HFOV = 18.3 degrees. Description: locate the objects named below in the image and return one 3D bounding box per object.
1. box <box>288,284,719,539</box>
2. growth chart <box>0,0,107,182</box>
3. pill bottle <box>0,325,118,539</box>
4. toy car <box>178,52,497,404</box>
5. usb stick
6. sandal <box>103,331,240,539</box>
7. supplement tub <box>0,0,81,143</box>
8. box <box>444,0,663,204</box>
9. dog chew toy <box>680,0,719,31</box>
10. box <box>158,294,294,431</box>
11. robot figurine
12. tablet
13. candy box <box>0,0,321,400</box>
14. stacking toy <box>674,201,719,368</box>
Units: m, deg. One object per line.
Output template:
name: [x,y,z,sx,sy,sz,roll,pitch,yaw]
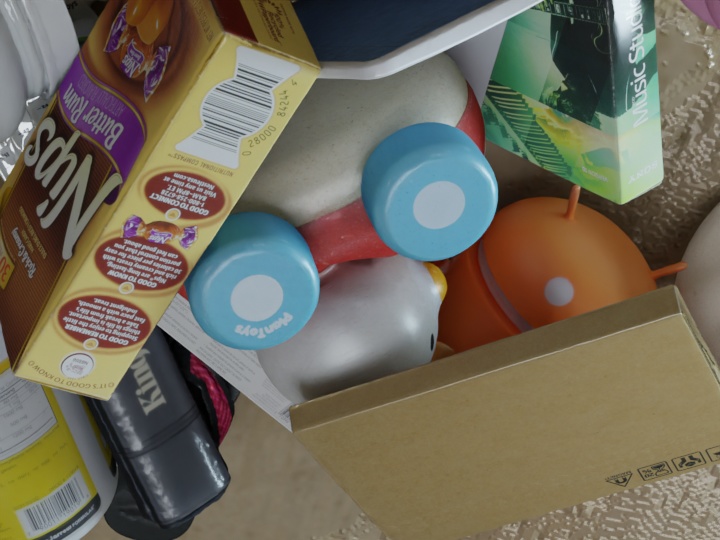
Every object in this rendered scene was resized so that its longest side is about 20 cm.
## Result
box: [0.085,0.080,1.126,0.200,0.021,0.163,-18,146,14]
growth chart: [-0.128,-0.060,1.183,0.145,0.018,0.200,-29,115,11]
pill bottle: [-0.213,0.058,1.217,0.112,0.112,0.200,-13,124,8]
toy car: [0.000,0.000,1.122,0.177,0.184,0.200,-27,123,1]
usb stick: [-0.128,0.050,1.206,0.055,0.033,0.200,-29,116,-14]
sandal: [-0.105,0.082,1.272,0.075,0.045,0.200,10,119,-6]
supplement tub: [-0.248,-0.102,1.053,0.200,0.145,0.145,-28,125,-14]
box: [0.080,-0.143,1.072,0.036,0.144,0.200,-31,130,-27]
dog chew toy: [0.186,-0.163,1.018,0.124,0.200,0.125,0,125,0]
box: [-0.078,0.024,1.194,0.041,0.039,0.200,-41,134,8]
robot figurine: [0.079,0.040,1.208,0.200,0.144,0.117,-46,157,26]
tablet: [0.007,-0.116,1.035,0.130,0.200,0.014,-29,109,-25]
candy box: [-0.102,-0.053,1.023,0.056,0.117,0.200,17,120,-30]
stacking toy: [0.277,0.039,1.228,0.146,0.146,0.200,-35,138,21]
